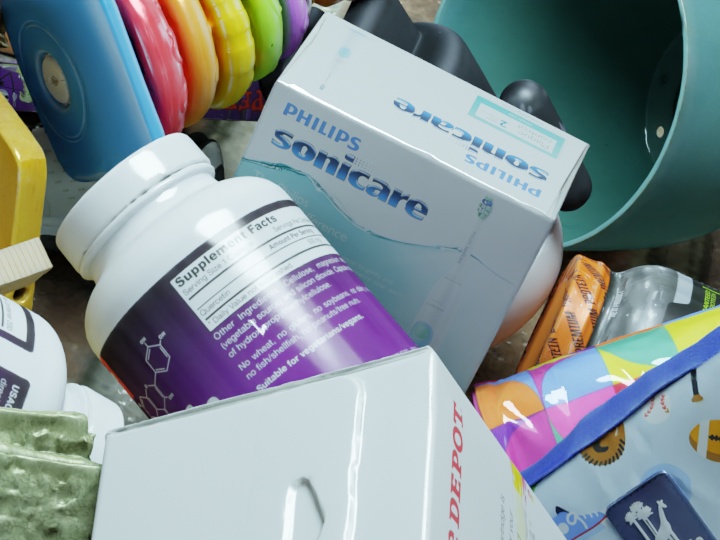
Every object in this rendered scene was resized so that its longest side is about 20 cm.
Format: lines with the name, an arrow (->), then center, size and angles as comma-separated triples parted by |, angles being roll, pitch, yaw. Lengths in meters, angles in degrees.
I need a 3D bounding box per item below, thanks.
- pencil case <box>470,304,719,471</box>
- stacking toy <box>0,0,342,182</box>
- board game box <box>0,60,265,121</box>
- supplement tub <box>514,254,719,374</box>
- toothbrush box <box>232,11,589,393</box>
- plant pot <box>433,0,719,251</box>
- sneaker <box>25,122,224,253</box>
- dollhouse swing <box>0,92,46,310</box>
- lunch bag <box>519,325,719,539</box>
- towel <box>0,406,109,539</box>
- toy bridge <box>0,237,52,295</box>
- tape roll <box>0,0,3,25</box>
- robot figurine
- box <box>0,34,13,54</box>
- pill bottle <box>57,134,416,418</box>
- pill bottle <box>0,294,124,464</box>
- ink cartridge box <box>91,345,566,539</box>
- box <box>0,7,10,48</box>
pencil case -> 0.152, 0.066, 1.355 | 0.200, 0.088, 0.088 | -17, 41, 0
stacking toy -> -0.065, -0.127, 1.377 | 0.200, 0.116, 0.110 | -25, 100, -26
board game box -> -0.152, -0.097, 1.504 | 0.200, 0.032, 0.120 | 0, 10, -32
supplement tub -> 0.182, 0.075, 1.457 | 0.200, 0.123, 0.123 | 25, 33, -1
toothbrush box -> 0.000, 0.000, 1.370 | 0.146, 0.200, 0.085 | 26, 34, 2
plant pot -> 0.162, -0.102, 1.634 | 0.161, 0.201, 0.201 | 8, 36, -44
sneaker -> -0.160, -0.051, 1.428 | 0.200, 0.080, 0.074 | 10, 10, -26
dollhouse swing -> -0.212, 0.017, 1.249 | 0.200, 0.182, 0.176 | -8, 26, -41
lunch bag -> 0.171, 0.127, 1.283 | 0.200, 0.170, 0.124 | 41, 23, -26
towel -> -0.182, 0.142, 1.085 | 0.148, 0.200, 0.036 | 12, -1, -21
toy bridge -> -0.206, -0.071, 1.255 | 0.067, 0.027, 0.200 | -21, 82, -41
tape roll -> -0.128, -0.211, 1.490 | 0.200, 0.066, 0.200 | 8, 66, -19
robot figurine -> 0.026, -0.049, 1.468 | 0.125, 0.200, 0.150 | -40, 28, -16
box -> -0.207, -0.203, 1.579 | 0.200, 0.125, 0.098 | 15, 35, -15
pill bottle -> -0.045, 0.039, 1.264 | 0.200, 0.112, 0.112 | 49, 38, 11
pill bottle -> -0.199, 0.044, 1.146 | 0.200, 0.112, 0.113 | 31, 29, -24
ink cartridge box -> 0.002, 0.157, 1.096 | 0.200, 0.146, 0.147 | 55, 28, -42
box -> -0.274, -0.113, 1.368 | 0.200, 0.021, 0.163 | -3, 4, -4
